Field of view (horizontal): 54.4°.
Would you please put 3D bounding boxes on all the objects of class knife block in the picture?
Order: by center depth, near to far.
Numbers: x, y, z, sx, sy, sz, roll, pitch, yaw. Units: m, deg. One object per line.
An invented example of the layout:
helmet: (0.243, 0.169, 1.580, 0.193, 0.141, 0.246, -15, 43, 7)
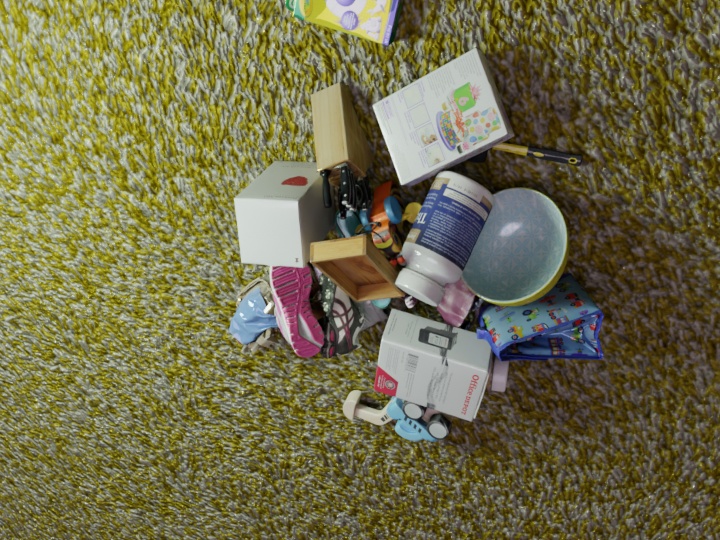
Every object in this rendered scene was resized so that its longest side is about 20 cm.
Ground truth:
knife block: (-0.039, -0.196, 1.185, 0.063, 0.176, 0.204, -16, 110, 21)

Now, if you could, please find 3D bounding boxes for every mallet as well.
mallet: (0.270, -0.193, 1.178, 0.195, 0.041, 0.067, 18, 118, 3)

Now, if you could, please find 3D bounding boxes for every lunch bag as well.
lunch bag: (0.296, 0.091, 1.208, 0.194, 0.151, 0.096, -9, 114, 0)

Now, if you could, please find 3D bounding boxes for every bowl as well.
bowl: (0.272, -0.027, 1.202, 0.196, 0.205, 0.107, -21, 151, 24)

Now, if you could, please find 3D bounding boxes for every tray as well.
tray: (0.000, 0.000, 1.179, 0.096, 0.038, 0.200, -7, 157, 20)

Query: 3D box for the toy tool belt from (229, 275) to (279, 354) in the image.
toy tool belt: (-0.210, 0.102, 1.409, 0.124, 0.123, 0.200, 40, 120, -5)

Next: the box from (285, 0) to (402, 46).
box: (-0.028, -0.453, 1.133, 0.195, 0.049, 0.120, 19, 119, 9)

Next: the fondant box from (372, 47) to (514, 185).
fondant box: (0.134, -0.246, 1.149, 0.197, 0.058, 0.148, -23, 84, 26)

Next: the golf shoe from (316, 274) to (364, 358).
golf shoe: (-0.036, 0.067, 1.309, 0.086, 0.078, 0.205, -4, 121, -17)

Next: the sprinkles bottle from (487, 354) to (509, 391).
sprinkles bottle: (0.189, 0.186, 1.364, 0.194, 0.069, 0.070, 8, 118, 13)

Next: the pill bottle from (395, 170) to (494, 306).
pill bottle: (0.135, -0.051, 1.162, 0.109, 0.111, 0.204, 26, 84, 2)

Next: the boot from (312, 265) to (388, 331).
boot: (-0.018, 0.022, 1.354, 0.094, 0.074, 0.203, -23, 113, 15)

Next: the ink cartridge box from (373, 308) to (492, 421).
ink cartridge box: (0.132, 0.173, 1.271, 0.195, 0.084, 0.148, 16, 133, 8)

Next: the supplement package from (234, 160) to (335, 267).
supplement package: (-0.127, -0.105, 1.241, 0.118, 0.201, 0.123, 4, 117, 13)

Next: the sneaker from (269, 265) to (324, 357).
sneaker: (-0.130, 0.061, 1.308, 0.079, 0.088, 0.206, -10, 89, -22)

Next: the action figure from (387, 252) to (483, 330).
action figure: (0.140, 0.015, 1.297, 0.198, 0.148, 0.136, 36, 97, 18)

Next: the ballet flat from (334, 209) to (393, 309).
ballet flat: (0.015, -0.029, 1.305, 0.066, 0.070, 0.204, -25, 93, 14)

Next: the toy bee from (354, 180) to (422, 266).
toy bee: (0.041, -0.066, 1.214, 0.129, 0.201, 0.110, -8, 121, 42)

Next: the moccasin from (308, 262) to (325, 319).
moccasin: (-0.099, 0.029, 1.367, 0.072, 0.078, 0.206, -6, 113, 18)

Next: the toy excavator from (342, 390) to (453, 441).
toy excavator: (0.079, 0.292, 1.440, 0.193, 0.100, 0.201, 39, 128, -3)
